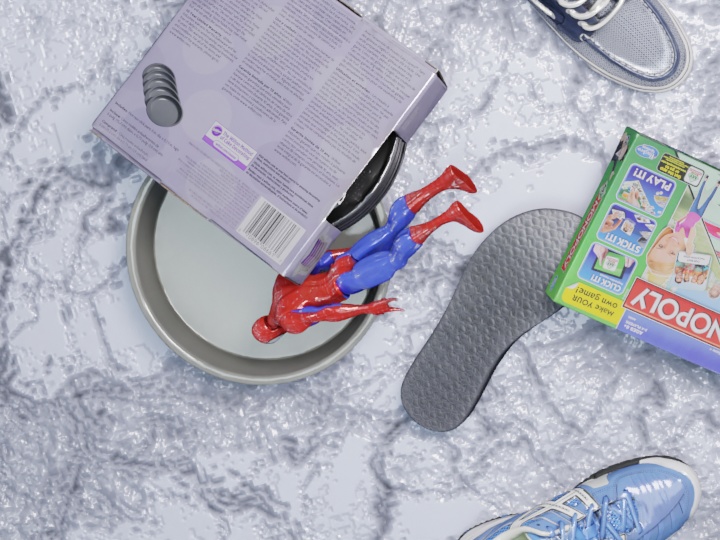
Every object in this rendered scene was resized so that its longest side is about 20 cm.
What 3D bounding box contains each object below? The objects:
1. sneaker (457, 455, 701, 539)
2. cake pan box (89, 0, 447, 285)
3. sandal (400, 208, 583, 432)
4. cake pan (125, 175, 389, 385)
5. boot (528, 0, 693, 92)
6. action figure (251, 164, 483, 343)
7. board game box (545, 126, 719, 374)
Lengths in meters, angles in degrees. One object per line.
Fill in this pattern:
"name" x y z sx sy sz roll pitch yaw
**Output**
"sneaker" 0.161 0.200 1.573 0.200 0.077 0.076 -27 93 8
"cake pan box" -0.063 -0.116 1.528 0.200 0.052 0.184 36 92 16
"sandal" 0.099 0.030 1.579 0.076 0.043 0.200 42 109 7
"cake pan" -0.074 -0.016 1.589 0.200 0.037 0.201 1 99 6
"boot" 0.154 -0.197 1.509 0.200 0.090 0.073 39 101 0
"action figure" 0.000 0.000 1.530 0.200 0.066 0.052 -30 136 23
"board game box" 0.251 -0.002 1.531 0.200 0.029 0.135 23 100 -13
